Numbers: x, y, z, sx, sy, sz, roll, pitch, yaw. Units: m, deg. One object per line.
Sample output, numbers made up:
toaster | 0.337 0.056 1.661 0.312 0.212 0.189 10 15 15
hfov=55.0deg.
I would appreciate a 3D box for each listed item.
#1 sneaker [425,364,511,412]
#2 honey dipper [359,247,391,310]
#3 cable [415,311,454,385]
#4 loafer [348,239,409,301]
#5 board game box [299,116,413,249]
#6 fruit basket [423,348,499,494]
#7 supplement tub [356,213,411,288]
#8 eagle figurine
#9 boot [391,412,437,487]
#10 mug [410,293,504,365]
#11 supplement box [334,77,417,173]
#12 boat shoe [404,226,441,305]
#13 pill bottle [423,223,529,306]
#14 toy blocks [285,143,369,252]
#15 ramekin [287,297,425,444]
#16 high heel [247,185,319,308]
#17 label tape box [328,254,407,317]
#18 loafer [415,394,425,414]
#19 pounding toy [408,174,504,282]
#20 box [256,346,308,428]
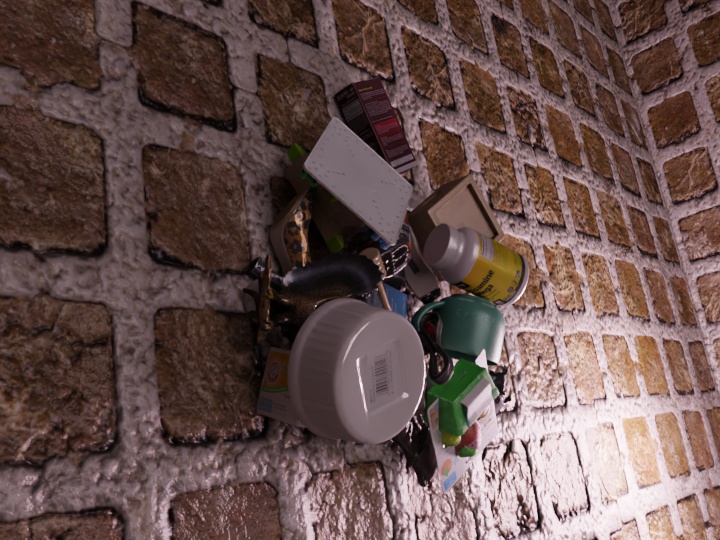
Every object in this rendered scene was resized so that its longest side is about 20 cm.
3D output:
sneaker | 0.225 0.223 1.352 0.199 0.139 0.079 36 26 -40
honey dipper | 0.042 0.050 1.162 0.038 0.037 0.203 -64 144 -42
cable | 0.131 0.136 1.206 0.097 0.200 0.050 -44 116 -3
loafer | 0.000 0.000 1.182 0.198 0.070 0.075 -27 124 -40
board game box | -0.002 -0.154 1.199 0.199 0.026 0.202 40 36 -13
fruit basket | 0.194 0.274 1.250 0.184 0.093 0.204 -35 119 -35
supplement tub | 0.043 -0.071 1.314 0.106 0.106 0.205 14 62 -44
eagle figurine | -0.073 0.059 1.057 0.197 0.152 0.153 -1 57 -37
boot | 0.102 0.268 1.274 0.175 0.068 0.202 50 46 -29
mug | 0.201 0.108 1.354 0.184 0.149 0.117 30 70 -54
supplement box | 0.033 -0.290 1.438 0.108 0.060 0.204 -28 96 -51
boat shoe | 0.097 -0.018 1.395 0.203 0.074 0.093 64 3 17
pill bottle | 0.223 -0.014 1.349 0.197 0.112 0.115 23 56 -25
toy blocks | -0.045 -0.131 1.252 0.136 0.100 0.202 -8 63 -57
ramekin | 0.003 0.144 0.977 0.197 0.096 0.206 -4 95 -43
high heel | -0.089 -0.033 1.168 0.142 0.071 0.203 39 63 -22
label tape box | -0.007 0.081 1.223 0.198 0.063 0.147 28 54 -35
loafer | 0.060 0.157 1.166 0.072 0.062 0.203 -41 105 -45
pounding toy | 0.207 -0.086 1.501 0.199 0.141 0.186 -40 104 -31
box | -0.047 0.192 1.074 0.198 0.111 0.104 20 78 -42
